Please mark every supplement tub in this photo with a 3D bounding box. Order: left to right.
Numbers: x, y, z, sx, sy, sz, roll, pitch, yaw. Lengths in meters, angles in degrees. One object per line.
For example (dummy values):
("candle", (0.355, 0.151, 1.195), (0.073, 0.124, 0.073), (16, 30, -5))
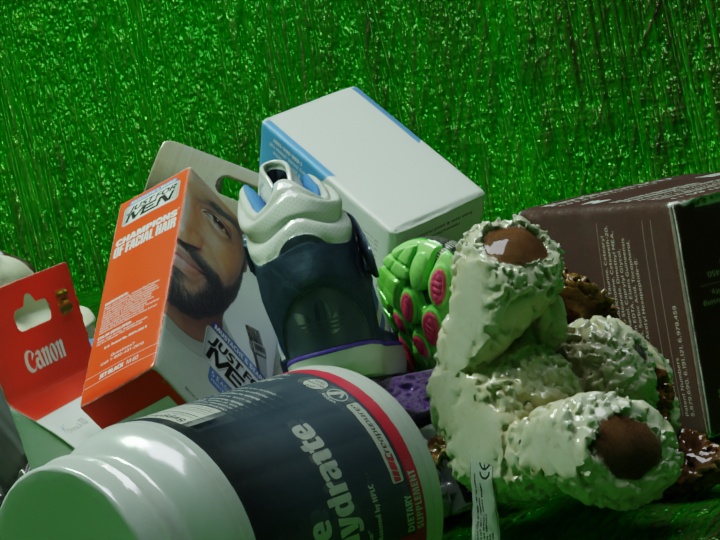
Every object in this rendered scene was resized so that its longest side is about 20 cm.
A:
("supplement tub", (-0.068, 0.133, 1.211), (0.140, 0.140, 0.200), (-5, 7, 44))

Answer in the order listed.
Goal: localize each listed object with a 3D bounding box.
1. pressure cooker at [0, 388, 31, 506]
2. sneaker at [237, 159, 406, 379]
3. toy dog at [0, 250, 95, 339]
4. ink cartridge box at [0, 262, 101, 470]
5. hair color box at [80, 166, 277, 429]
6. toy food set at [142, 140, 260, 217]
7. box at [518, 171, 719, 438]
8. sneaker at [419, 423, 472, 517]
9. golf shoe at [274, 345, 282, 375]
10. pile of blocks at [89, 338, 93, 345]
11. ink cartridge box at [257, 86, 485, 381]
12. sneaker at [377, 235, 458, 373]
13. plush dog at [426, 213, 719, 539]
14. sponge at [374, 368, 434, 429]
("pressure cooker", (-0.272, 0.121, 1.519), (0.179, 0.200, 0.176), (-31, 15, 31))
("sneaker", (-0.027, 0.002, 1.504), (0.081, 0.146, 0.200), (-15, -4, 1))
("toy dog", (-0.252, 0.077, 1.743), (0.140, 0.200, 0.194), (-20, -4, -25))
("ink cartridge box", (-0.160, 0.094, 1.488), (0.047, 0.200, 0.160), (-17, 4, 14))
("hair color box", (-0.109, 0.041, 1.525), (0.064, 0.111, 0.200), (-28, 33, 22))
("toy food set", (-0.096, -0.021, 1.827), (0.143, 0.060, 0.200), (21, -26, 0))
("box", (0.242, 0.019, 1.705), (0.166, 0.164, 0.200), (-13, 6, -27))
("sneaker", (0.001, 0.138, 1.482), (0.200, 0.075, 0.081), (-10, -9, -30))
("golf shoe", (-0.108, 0.101, 1.622), (0.200, 0.092, 0.075), (-22, -13, -5))
("pile of blocks", (-0.160, 0.080, 1.669), (0.200, 0.062, 0.082), (-21, 42, -29))
("ink cartridge box", (0.000, 0.000, 1.641), (0.084, 0.200, 0.145), (-24, 49, -31))
("sneaker", (0.065, 0.028, 1.547), (0.084, 0.077, 0.200), (-35, -27, -10))
("plush dog", (0.125, 0.081, 1.450), (0.172, 0.200, 0.160), (-2, -38, -43))
("sponge", (-0.022, 0.116, 1.557), (0.112, 0.030, 0.200), (-12, -17, -29))
